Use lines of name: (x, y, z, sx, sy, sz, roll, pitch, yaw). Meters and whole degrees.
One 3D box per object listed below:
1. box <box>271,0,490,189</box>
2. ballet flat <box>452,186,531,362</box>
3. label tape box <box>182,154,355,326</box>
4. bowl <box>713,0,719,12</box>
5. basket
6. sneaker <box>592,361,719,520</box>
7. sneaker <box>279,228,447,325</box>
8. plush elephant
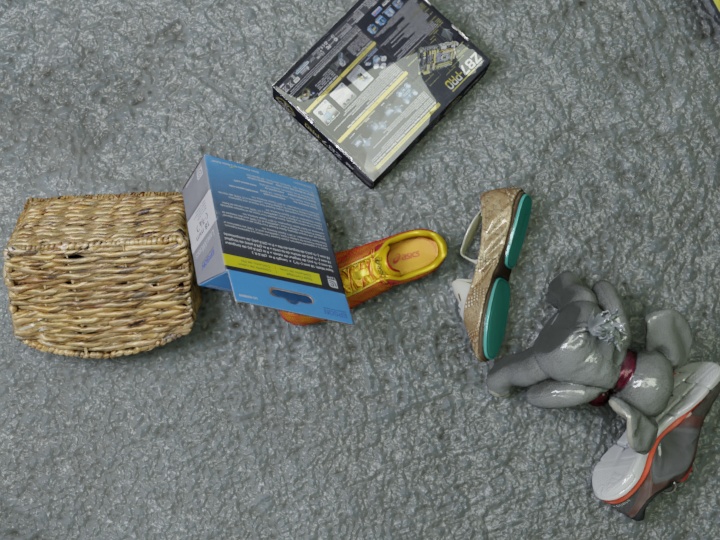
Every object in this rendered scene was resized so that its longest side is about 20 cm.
box: (0.024, -0.219, 1.408, 0.161, 0.049, 0.200, 42, 81, 6)
ballet flat: (0.139, 0.002, 1.379, 0.065, 0.071, 0.200, 9, 76, 26)
label tape box: (-0.099, -0.015, 1.287, 0.144, 0.063, 0.200, 13, 44, -32)
bowl: (0.492, -0.358, 1.384, 0.200, 0.108, 0.201, 1, 87, -30)
basket: (-0.274, 0.004, 1.351, 0.199, 0.149, 0.143, -4, 114, -4)
sneaker: (0.337, 0.188, 1.359, 0.200, 0.077, 0.082, -48, 113, -8)
sneaker: (0.000, 0.000, 1.358, 0.200, 0.077, 0.073, -26, 85, -5)
plush elephant: (0.265, 0.102, 1.320, 0.155, 0.200, 0.165, 39, 73, -15)
